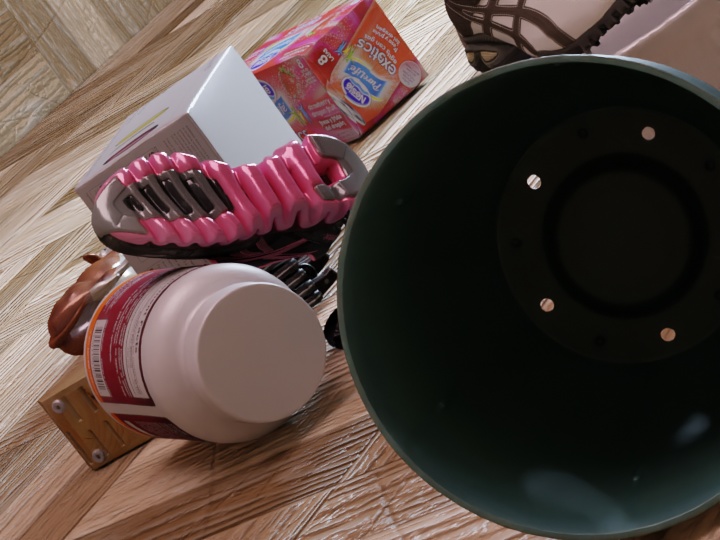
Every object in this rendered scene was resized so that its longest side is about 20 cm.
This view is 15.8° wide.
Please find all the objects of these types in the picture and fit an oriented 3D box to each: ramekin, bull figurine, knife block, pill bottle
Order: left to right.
[{"bbox_3d":[-0.198,0.009,2.192,0.121,0.065,0.200,-34,13,26],"label":"bull figurine"},{"bbox_3d":[-0.115,0.041,1.854,0.200,0.064,0.176,-30,13,29],"label":"knife block"},{"bbox_3d":[-0.096,0.053,1.644,0.113,0.113,0.200,-41,14,-18],"label":"pill bottle"},{"bbox_3d":[0.191,-0.123,1.539,0.200,0.098,0.201,-35,12,9],"label":"ramekin"}]

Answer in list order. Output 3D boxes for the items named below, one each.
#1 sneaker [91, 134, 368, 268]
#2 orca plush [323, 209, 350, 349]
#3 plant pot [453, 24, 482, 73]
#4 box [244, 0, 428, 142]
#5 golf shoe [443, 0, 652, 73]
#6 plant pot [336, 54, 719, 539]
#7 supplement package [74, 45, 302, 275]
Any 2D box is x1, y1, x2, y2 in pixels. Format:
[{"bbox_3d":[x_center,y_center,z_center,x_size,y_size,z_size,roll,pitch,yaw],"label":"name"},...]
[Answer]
[{"bbox_3d":[-0.088,-0.028,1.691,0.200,0.079,0.095,-7,-34,-31],"label":"sneaker"},{"bbox_3d":[0.000,0.000,1.669,0.105,0.071,0.200,-32,13,20],"label":"orca plush"},{"bbox_3d":[0.179,-0.217,1.734,0.200,0.201,0.198,-30,7,26],"label":"plant pot"},{"bbox_3d":[-0.042,-0.167,2.352,0.100,0.096,0.200,-44,14,-27],"label":"box"},{"bbox_3d":[0.101,-0.170,1.516,0.078,0.095,0.200,-41,14,-26],"label":"golf shoe"},{"bbox_3d":[0.106,-0.002,1.124,0.200,0.201,0.161,-33,1,17],"label":"plant pot"},{"bbox_3d":[-0.114,-0.060,2.010,0.111,0.156,0.200,-32,12,16],"label":"supplement package"}]
